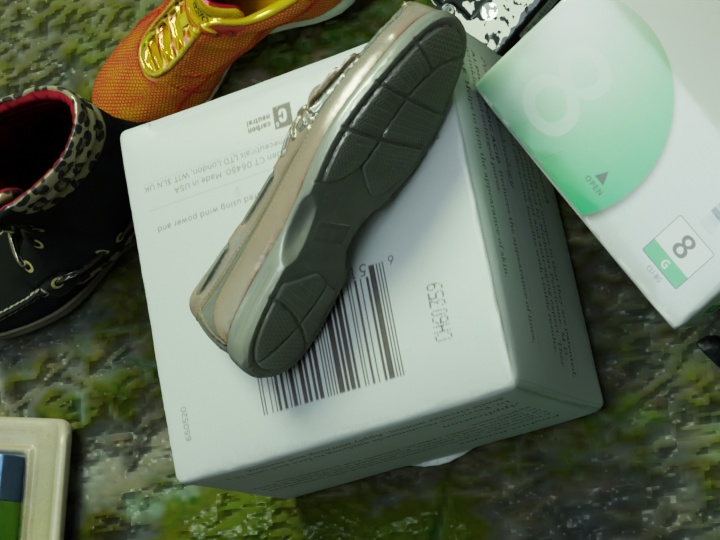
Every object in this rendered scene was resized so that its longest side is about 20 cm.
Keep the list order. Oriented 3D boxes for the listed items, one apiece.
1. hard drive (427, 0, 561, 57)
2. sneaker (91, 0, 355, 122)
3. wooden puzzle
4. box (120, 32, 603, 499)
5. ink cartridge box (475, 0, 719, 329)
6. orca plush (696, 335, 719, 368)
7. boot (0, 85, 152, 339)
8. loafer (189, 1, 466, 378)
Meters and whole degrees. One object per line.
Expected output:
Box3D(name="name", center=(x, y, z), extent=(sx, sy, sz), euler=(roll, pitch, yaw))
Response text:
Box3D(name="hard drive", center=(0.058, -0.227, 1.160), extent=(0.200, 0.038, 0.140), euler=(45, 101, 24))
Box3D(name="sneaker", center=(-0.090, -0.146, 1.194), extent=(0.200, 0.077, 0.073), euler=(-34, 69, 28))
Box3D(name="wooden puzzle", center=(-0.268, 0.178, 1.246), extent=(0.199, 0.046, 0.186), euler=(0, 82, 26))
Box3D(name="box", center=(0.000, 0.000, 1.098), extent=(0.198, 0.131, 0.201), euler=(-18, 73, 22))
Box3D(name="ink cartridge box", center=(0.179, -0.095, 1.002), extent=(0.200, 0.050, 0.161), euler=(-44, 75, 21))
Box3D(name="orca plush", center=(0.243, -0.024, 1.018), extent=(0.200, 0.071, 0.105), euler=(-41, 67, 15))
Box3D(name="boot", center=(-0.189, -0.033, 1.184), extent=(0.199, 0.150, 0.074), euler=(-29, 70, 19))
Box3D(name="loafer", center=(-0.022, -0.047, 1.008), extent=(0.063, 0.072, 0.201), euler=(34, 99, 34))
